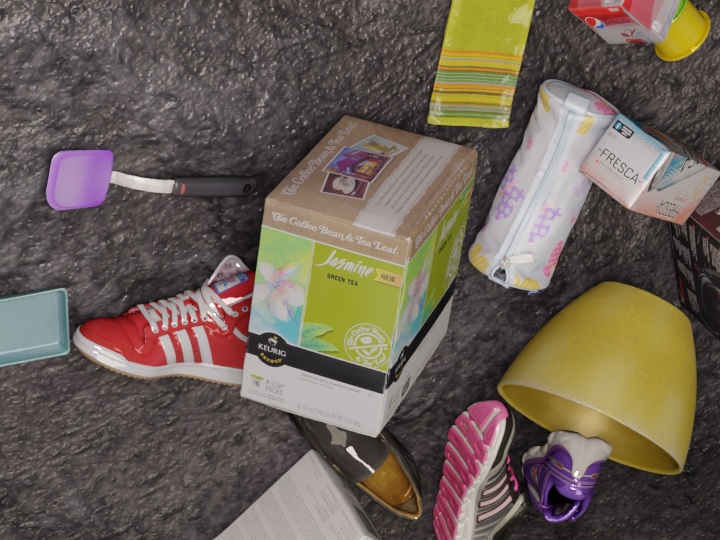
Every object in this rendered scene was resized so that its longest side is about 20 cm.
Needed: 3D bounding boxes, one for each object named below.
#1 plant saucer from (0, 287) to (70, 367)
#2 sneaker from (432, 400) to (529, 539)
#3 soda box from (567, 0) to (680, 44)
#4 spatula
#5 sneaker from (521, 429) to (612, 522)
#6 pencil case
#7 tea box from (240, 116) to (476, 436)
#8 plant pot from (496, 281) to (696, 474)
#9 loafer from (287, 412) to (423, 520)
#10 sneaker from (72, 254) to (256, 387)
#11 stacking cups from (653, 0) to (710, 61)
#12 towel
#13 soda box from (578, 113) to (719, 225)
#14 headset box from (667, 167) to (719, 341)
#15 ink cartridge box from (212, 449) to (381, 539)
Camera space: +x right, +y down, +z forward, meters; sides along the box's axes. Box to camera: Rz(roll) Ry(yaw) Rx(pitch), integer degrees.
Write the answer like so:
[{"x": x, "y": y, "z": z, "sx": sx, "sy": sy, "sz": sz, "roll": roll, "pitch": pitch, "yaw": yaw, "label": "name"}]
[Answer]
[{"x": -0.353, "y": 0.058, "z": 1.642, "sx": 0.199, "sy": 0.019, "sz": 0.070, "roll": -10, "pitch": 123, "yaw": -20, "label": "plant saucer"}, {"x": 0.136, "y": 0.213, "z": 1.947, "sx": 0.087, "sy": 0.074, "sz": 0.200, "roll": -4, "pitch": 126, "yaw": -24, "label": "sneaker"}, {"x": 0.257, "y": -0.298, "z": 1.641, "sx": 0.063, "sy": 0.070, "sz": 0.201, "roll": 32, "pitch": 74, "yaw": -35, "label": "soda box"}, {"x": -0.180, "y": -0.076, "z": 1.643, "sx": 0.199, "sy": 0.021, "sz": 0.057, "roll": 2, "pitch": 116, "yaw": -28, "label": "spatula"}, {"x": 0.200, "y": 0.223, "z": 1.931, "sx": 0.080, "sy": 0.200, "sz": 0.084, "roll": 18, "pitch": 71, "yaw": 4, "label": "sneaker"}, {"x": 0.172, "y": -0.079, "z": 1.775, "sx": 0.091, "sy": 0.083, "sz": 0.200, "roll": -14, "pitch": 131, "yaw": -59, "label": "pencil case"}, {"x": 0.000, "y": 0.000, "z": 1.638, "sx": 0.133, "sy": 0.200, "sz": 0.197, "roll": 15, "pitch": 120, "yaw": 14, "label": "tea box"}, {"x": 0.255, "y": 0.096, "z": 1.878, "sx": 0.200, "sy": 0.200, "sz": 0.142, "roll": 35, "pitch": 74, "yaw": -37, "label": "plant pot"}, {"x": 0.002, "y": 0.175, "z": 1.856, "sx": 0.073, "sy": 0.072, "sz": 0.200, "roll": -44, "pitch": 128, "yaw": 6, "label": "loafer"}, {"x": -0.156, "y": 0.040, "z": 1.695, "sx": 0.200, "sy": 0.071, "sz": 0.113, "roll": 8, "pitch": 119, "yaw": -38, "label": "sneaker"}, {"x": 0.240, "y": -0.271, "z": 1.713, "sx": 0.061, "sy": 0.061, "sz": 0.200, "roll": -47, "pitch": 125, "yaw": 6, "label": "stacking cups"}, {"x": 0.117, "y": -0.222, "z": 1.703, "sx": 0.086, "sy": 0.018, "sz": 0.201, "roll": -3, "pitch": 120, "yaw": -26, "label": "towel"}, {"x": 0.276, "y": -0.093, "z": 1.774, "sx": 0.068, "sy": 0.064, "sz": 0.200, "roll": -55, "pitch": 159, "yaw": 12, "label": "soda box"}, {"x": 0.390, "y": 0.013, "z": 1.867, "sx": 0.075, "sy": 0.200, "sz": 0.149, "roll": -24, "pitch": 126, "yaw": -11, "label": "headset box"}, {"x": -0.081, "y": 0.288, "z": 1.829, "sx": 0.200, "sy": 0.163, "sz": 0.057, "roll": -46, "pitch": 123, "yaw": 6, "label": "ink cartridge box"}]
